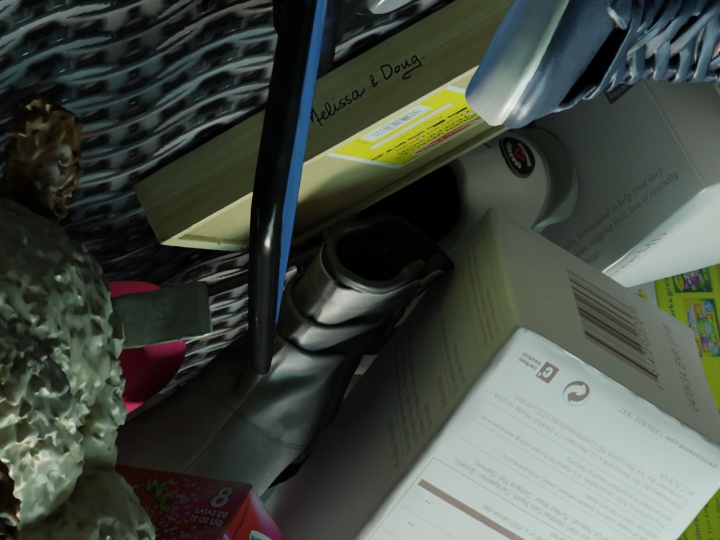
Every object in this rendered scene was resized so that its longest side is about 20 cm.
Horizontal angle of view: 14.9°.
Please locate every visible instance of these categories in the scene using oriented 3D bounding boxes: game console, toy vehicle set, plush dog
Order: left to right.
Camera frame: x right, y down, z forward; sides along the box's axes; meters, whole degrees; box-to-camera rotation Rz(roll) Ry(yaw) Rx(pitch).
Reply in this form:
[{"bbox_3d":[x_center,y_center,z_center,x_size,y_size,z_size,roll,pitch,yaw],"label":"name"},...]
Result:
[{"bbox_3d":[-0.148,0.028,0.845,0.161,0.199,0.172,-63,168,14],"label":"plush dog"},{"bbox_3d":[0.022,-0.064,1.081,0.199,0.027,0.124,-28,169,16],"label":"toy vehicle set"},{"bbox_3d":[0.025,-0.070,0.825,0.175,0.117,0.200,-24,170,-8],"label":"game console"}]

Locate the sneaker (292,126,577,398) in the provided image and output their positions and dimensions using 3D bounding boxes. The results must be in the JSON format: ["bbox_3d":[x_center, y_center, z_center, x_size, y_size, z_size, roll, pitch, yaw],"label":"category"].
[{"bbox_3d":[0.000,0.000,1.240,0.088,0.074,0.200,0,142,-51],"label":"sneaker"}]

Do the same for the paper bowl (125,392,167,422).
[{"bbox_3d":[-0.153,0.132,1.219,0.200,0.201,0.104,-31,134,29],"label":"paper bowl"}]

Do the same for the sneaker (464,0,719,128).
[{"bbox_3d":[0.107,-0.085,0.876,0.200,0.084,0.075,-42,168,-49],"label":"sneaker"}]

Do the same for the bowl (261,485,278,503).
[{"bbox_3d":[-0.036,0.111,1.533,0.200,0.105,0.201,-19,161,-7],"label":"bowl"}]

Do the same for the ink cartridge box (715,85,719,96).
[{"bbox_3d":[0.244,-0.060,1.117,0.147,0.145,0.200,-29,145,15],"label":"ink cartridge box"}]

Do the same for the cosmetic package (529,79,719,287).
[{"bbox_3d":[0.165,-0.056,1.292,0.200,0.081,0.113,-16,161,-45],"label":"cosmetic package"}]

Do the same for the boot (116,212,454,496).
[{"bbox_3d":[-0.040,0.041,1.110,0.132,0.070,0.200,-52,177,26],"label":"boot"}]

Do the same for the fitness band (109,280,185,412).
[{"bbox_3d":[-0.168,0.049,1.100,0.199,0.038,0.144,-19,161,-3],"label":"fitness band"}]

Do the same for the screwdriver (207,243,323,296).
[{"bbox_3d":[-0.103,0.026,1.171,0.199,0.028,0.029,-17,130,5],"label":"screwdriver"}]

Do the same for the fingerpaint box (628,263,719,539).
[{"bbox_3d":[0.111,0.064,1.331,0.166,0.201,0.073,-1,167,-42],"label":"fingerpaint box"}]

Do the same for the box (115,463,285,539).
[{"bbox_3d":[-0.116,0.131,0.994,0.199,0.100,0.096,4,-132,37],"label":"box"}]

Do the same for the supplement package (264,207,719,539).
[{"bbox_3d":[0.049,0.099,1.171,0.200,0.117,0.117,-53,-161,20],"label":"supplement package"}]
